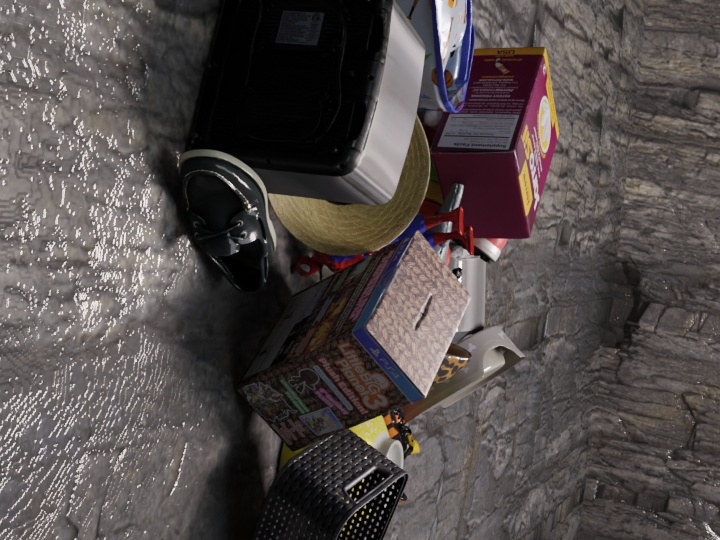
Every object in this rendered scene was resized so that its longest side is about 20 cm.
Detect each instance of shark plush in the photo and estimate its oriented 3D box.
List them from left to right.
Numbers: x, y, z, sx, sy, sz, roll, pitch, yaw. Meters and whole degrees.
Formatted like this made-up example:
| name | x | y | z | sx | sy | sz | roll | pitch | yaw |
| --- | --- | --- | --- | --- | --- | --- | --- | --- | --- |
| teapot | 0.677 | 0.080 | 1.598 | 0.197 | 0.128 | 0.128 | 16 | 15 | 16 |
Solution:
| name | x | y | z | sx | sy | sz | roll | pitch | yaw |
| --- | --- | --- | --- | --- | --- | --- | --- | --- | --- |
| shark plush | 0.087 | 0.006 | 1.531 | 0.090 | 0.083 | 0.202 | 31 | 81 | -41 |

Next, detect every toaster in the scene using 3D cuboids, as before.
| name | x | y | z | sx | sy | sz | roll | pitch | yaw |
| --- | --- | --- | --- | --- | --- | --- | --- | --- | --- |
| toaster | -0.039 | -0.166 | 1.265 | 0.118 | 0.197 | 0.184 | 32 | 68 | -63 |
| toaster | 0.112 | 0.025 | 1.879 | 0.200 | 0.112 | 0.131 | -3 | 98 | -68 |

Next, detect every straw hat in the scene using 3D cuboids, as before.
| name | x | y | z | sx | sy | sz | roll | pitch | yaw |
| --- | --- | --- | --- | --- | --- | --- | --- | --- | --- |
| straw hat | -0.026 | -0.120 | 1.464 | 0.085 | 0.198 | 0.204 | -166 | -97 | -69 |

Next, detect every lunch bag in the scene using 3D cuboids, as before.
| name | x | y | z | sx | sy | sz | roll | pitch | yaw |
| --- | --- | --- | --- | --- | --- | --- | --- | --- | --- |
| lunch bag | 0.030 | -0.270 | 1.457 | 0.124 | 0.168 | 0.202 | -49 | 141 | -48 |

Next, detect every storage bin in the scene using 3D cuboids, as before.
| name | x | y | z | sx | sy | sz | roll | pitch | yaw |
| --- | --- | --- | --- | --- | --- | --- | --- | --- | --- |
| storage bin | -0.043 | 0.284 | 1.470 | 0.135 | 0.093 | 0.202 | -28 | 145 | -51 |

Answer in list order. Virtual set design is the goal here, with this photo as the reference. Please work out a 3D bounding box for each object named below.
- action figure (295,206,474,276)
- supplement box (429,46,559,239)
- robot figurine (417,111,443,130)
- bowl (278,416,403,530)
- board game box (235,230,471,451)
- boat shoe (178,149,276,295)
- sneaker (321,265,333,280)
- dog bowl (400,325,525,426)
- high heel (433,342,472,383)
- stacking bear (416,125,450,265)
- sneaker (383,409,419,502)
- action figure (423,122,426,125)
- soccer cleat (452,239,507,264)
| name | x | y | z | sx | sy | sz | roll | pitch | yaw |
| --- | --- | --- | --- | --- | --- | --- | --- | --- | --- |
| action figure | 0.021 | -0.022 | 1.492 | 0.066 | 0.197 | 0.052 | 51 | 35 | -55 |
| supplement box | 0.160 | -0.152 | 1.600 | 0.201 | 0.102 | 0.132 | -68 | 152 | -42 |
| robot figurine | 0.059 | -0.241 | 1.625 | 0.171 | 0.112 | 0.200 | 59 | 16 | 12 |
| bowl | -0.011 | 0.232 | 1.628 | 0.200 | 0.106 | 0.203 | 9 | 90 | -69 |
| board game box | -0.007 | 0.075 | 1.422 | 0.097 | 0.199 | 0.160 | 49 | 42 | -17 |
| boat shoe | -0.123 | -0.038 | 1.264 | 0.200 | 0.073 | 0.067 | 78 | 15 | -63 |
| sneaker | 0.000 | 0.000 | 1.641 | 0.201 | 0.075 | 0.081 | 79 | 15 | -51 |
| dog bowl | 0.128 | 0.143 | 1.883 | 0.059 | 0.199 | 0.200 | 59 | 18 | 10 |
| high heel | 0.057 | 0.060 | 1.604 | 0.202 | 0.140 | 0.072 | 81 | 0 | -47 |
| stacking bear | 0.072 | -0.069 | 1.651 | 0.202 | 0.120 | 0.115 | -85 | 161 | -44 |
| sneaker | 0.039 | 0.202 | 1.777 | 0.070 | 0.089 | 0.203 | 10 | 89 | -70 |
| action figure | 0.114 | -0.188 | 1.872 | 0.200 | 0.069 | 0.132 | -42 | 143 | -55 |
| soccer cleat | 0.148 | -0.061 | 1.734 | 0.074 | 0.068 | 0.200 | -56 | -168 | 2 |
